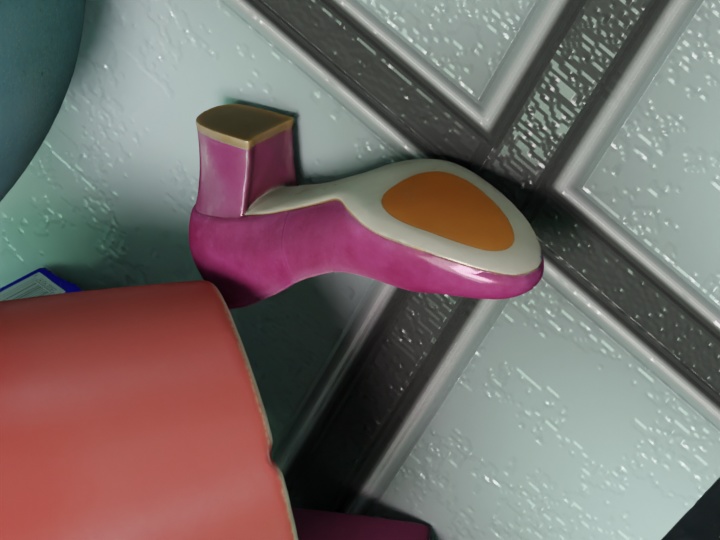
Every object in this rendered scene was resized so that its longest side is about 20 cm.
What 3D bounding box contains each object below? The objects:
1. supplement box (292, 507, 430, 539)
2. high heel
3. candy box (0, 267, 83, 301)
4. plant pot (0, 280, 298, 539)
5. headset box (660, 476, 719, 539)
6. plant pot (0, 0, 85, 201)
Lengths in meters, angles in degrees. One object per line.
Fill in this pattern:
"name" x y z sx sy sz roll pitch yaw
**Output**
"supplement box" -0.026 0.228 1.398 0.103 0.131 0.200 6 130 5
"high heel" 0.000 0.000 1.259 0.200 0.067 0.096 19 125 36
"candy box" -0.174 0.128 1.437 0.200 0.169 0.077 65 166 -20
"plant pot" -0.129 0.096 1.288 0.200 0.177 0.201 164 90 -82
"headset box" 0.225 0.103 1.060 0.200 0.174 0.093 6 124 38
"plant pot" -0.198 -0.120 1.297 0.200 0.135 0.201 24 133 28
